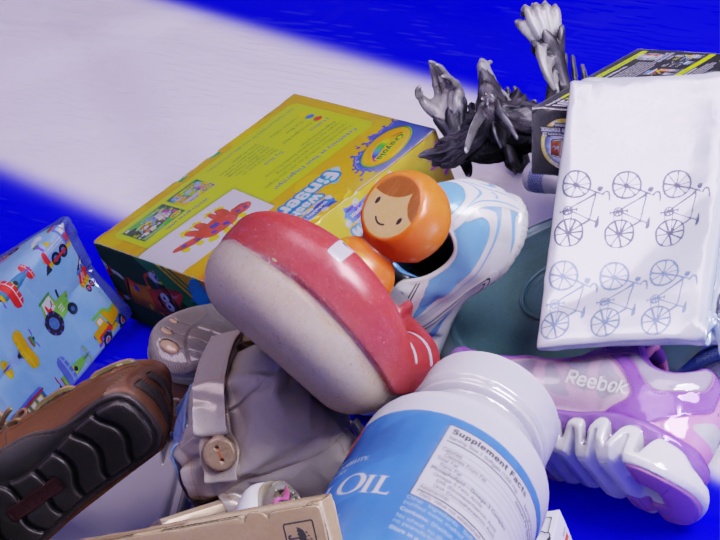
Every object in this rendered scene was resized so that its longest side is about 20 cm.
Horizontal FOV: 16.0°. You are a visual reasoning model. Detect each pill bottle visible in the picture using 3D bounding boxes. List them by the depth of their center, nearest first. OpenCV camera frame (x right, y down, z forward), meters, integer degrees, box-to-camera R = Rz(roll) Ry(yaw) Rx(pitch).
[{"bbox_3d":[0.034,0.135,1.349,0.111,0.113,0.200,-3,33,29],"label":"pill bottle"}]

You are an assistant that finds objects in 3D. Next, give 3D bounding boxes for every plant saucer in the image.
[{"bbox_3d":[0.133,0.019,1.592,0.199,0.028,0.201,-17,33,11],"label":"plant saucer"}]

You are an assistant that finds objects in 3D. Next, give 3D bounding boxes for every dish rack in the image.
[{"bbox_3d":[-0.178,0.165,1.581,0.170,0.044,0.201,-12,32,15],"label":"dish rack"}]

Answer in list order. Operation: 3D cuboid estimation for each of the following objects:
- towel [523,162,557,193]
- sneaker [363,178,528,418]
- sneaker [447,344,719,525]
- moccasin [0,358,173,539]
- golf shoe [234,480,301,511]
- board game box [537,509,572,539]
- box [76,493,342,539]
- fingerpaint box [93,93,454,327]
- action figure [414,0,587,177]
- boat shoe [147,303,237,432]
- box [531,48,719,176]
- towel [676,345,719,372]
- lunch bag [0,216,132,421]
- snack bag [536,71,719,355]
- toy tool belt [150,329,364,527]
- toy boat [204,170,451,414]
[{"bbox_3d":[0.220,-0.066,1.644,0.199,0.024,0.147,6,15,33],"label":"towel"},{"bbox_3d":[0.031,0.015,1.567,0.072,0.200,0.072,17,43,-18],"label":"sneaker"},{"bbox_3d":[0.133,0.075,1.470,0.199,0.081,0.089,18,68,41],"label":"sneaker"},{"bbox_3d":[-0.195,0.114,1.530,0.201,0.074,0.078,-39,15,21],"label":"moccasin"},{"bbox_3d":[-0.076,0.204,1.353,0.091,0.073,0.201,-2,62,26],"label":"golf shoe"},{"bbox_3d":[0.012,0.195,1.414,0.198,0.035,0.127,-9,31,21],"label":"board game box"},{"bbox_3d":[-0.068,0.221,1.267,0.162,0.202,0.021,-11,6,19],"label":"box"},{"bbox_3d":[-0.056,-0.030,1.789,0.200,0.074,0.166,-39,33,-27],"label":"fingerpaint box"},{"bbox_3d":[0.097,-0.117,1.735,0.118,0.103,0.200,-23,-4,14],"label":"action figure"},{"bbox_3d":[-0.061,0.051,1.655,0.199,0.072,0.076,-17,37,-39],"label":"boat shoe"},{"bbox_3d":[0.215,-0.097,1.607,0.159,0.045,0.200,5,17,24],"label":"box"},{"bbox_3d":[0.146,0.024,1.621,0.146,0.024,0.200,-24,30,-3],"label":"towel"},{"bbox_3d":[-0.286,0.056,1.807,0.199,0.094,0.151,-12,30,41],"label":"lunch bag"},{"bbox_3d":[0.205,-0.037,1.455,0.198,0.021,0.190,-1,59,21],"label":"snack bag"},{"bbox_3d":[-0.071,0.104,1.525,0.123,0.125,0.200,-37,4,3],"label":"toy tool belt"},{"bbox_3d":[0.000,0.000,1.439,0.131,0.130,0.200,-51,-9,6],"label":"toy boat"}]
